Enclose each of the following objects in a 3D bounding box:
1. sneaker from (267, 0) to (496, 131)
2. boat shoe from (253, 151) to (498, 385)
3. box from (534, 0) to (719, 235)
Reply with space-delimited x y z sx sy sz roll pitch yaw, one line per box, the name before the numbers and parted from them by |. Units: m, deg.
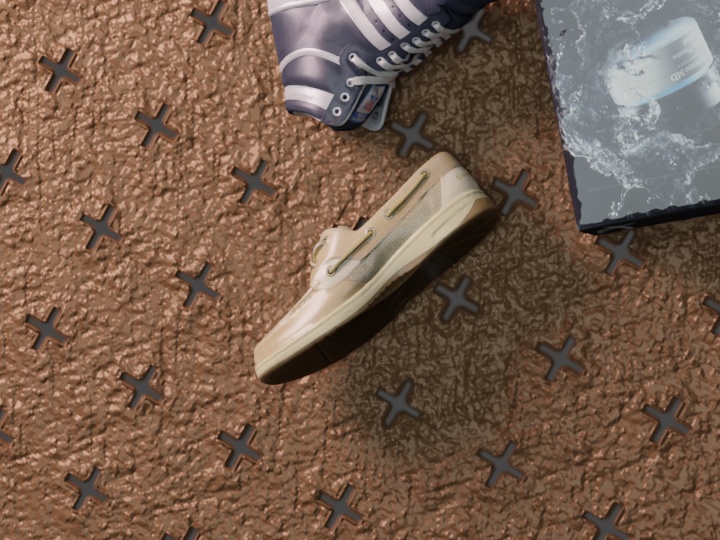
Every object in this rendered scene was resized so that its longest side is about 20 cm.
sneaker | 0.028 -0.153 1.503 0.200 0.070 0.109 -6 86 32
boat shoe | 0.000 0.000 1.522 0.200 0.072 0.065 -40 72 6
box | 0.224 -0.137 1.451 0.196 0.117 0.201 -11 87 12
